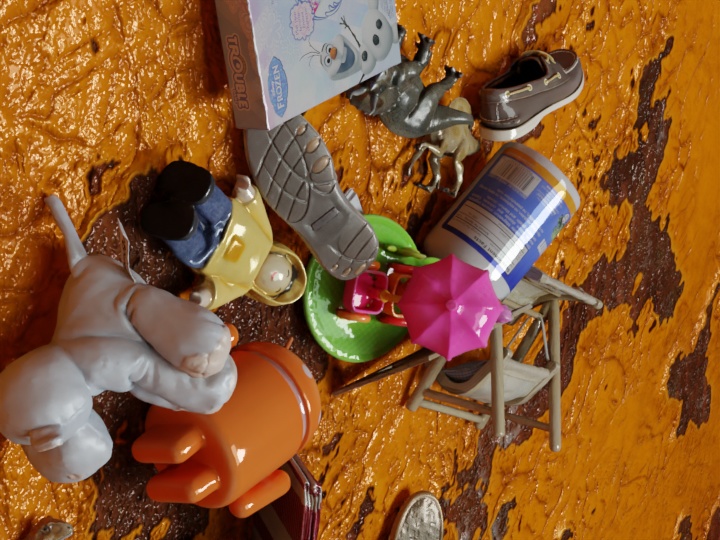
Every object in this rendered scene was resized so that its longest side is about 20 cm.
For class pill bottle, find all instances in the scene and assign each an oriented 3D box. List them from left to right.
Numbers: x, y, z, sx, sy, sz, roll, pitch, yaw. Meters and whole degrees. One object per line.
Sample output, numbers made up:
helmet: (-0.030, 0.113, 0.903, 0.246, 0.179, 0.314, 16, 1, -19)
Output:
pill bottle: (0.140, -0.033, 1.700, 0.200, 0.112, 0.112, -50, 146, -9)

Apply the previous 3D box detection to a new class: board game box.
board game box: (-0.047, -0.247, 1.330, 0.199, 0.043, 0.202, -33, 123, -47)

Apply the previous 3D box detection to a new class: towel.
towel: (-0.076, 0.263, 1.523, 0.023, 0.144, 0.202, -3, 113, -22)

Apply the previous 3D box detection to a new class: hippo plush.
hippo plush: (-0.199, 0.084, 1.193, 0.161, 0.158, 0.201, -52, 146, -28)

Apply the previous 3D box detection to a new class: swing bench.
swing bench: (0.174, 0.095, 1.832, 0.199, 0.129, 0.202, 22, 82, -59)

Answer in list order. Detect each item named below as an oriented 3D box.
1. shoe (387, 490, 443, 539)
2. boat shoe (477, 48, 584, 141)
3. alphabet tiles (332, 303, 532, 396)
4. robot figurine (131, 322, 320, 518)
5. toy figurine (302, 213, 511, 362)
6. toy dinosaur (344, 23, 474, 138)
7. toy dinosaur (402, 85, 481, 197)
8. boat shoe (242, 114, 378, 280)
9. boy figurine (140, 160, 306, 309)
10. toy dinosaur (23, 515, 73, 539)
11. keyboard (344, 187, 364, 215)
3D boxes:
shoe: (0.050, 0.358, 1.862, 0.069, 0.053, 0.202, 8, 97, -26)
boat shoe: (0.193, -0.211, 1.739, 0.200, 0.071, 0.060, -39, 130, -43)
alphabet tiles: (0.087, 0.080, 1.644, 0.199, 0.167, 0.008, -23, 88, -41)
robot figurine: (-0.114, 0.136, 1.401, 0.200, 0.144, 0.117, -32, 161, -45)
toy figurine: (0.074, 0.034, 1.511, 0.199, 0.183, 0.152, 10, 93, -38)
toy dinosaur: (0.044, -0.177, 1.528, 0.103, 0.077, 0.200, -57, 148, -3)
toy dinosaur: (0.097, -0.131, 1.643, 0.200, 0.058, 0.102, 29, 81, -59)
boat shoe: (-0.055, -0.078, 1.422, 0.075, 0.072, 0.201, -32, 122, -5)
boy figurine: (-0.116, -0.017, 1.363, 0.200, 0.064, 0.125, 44, 67, -54)
toy dinosaur: (-0.300, 0.295, 1.271, 0.106, 0.060, 0.201, 51, 55, -28)
keyboard: (0.000, 0.000, 1.611, 0.056, 0.011, 0.201, -48, 143, -23)
